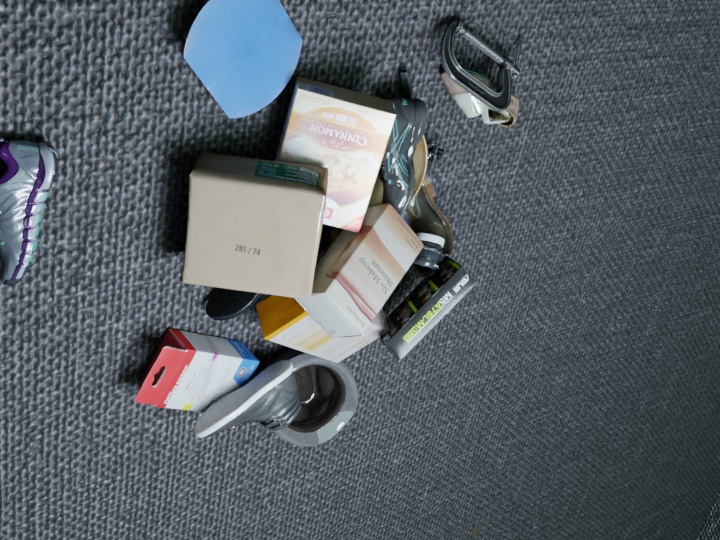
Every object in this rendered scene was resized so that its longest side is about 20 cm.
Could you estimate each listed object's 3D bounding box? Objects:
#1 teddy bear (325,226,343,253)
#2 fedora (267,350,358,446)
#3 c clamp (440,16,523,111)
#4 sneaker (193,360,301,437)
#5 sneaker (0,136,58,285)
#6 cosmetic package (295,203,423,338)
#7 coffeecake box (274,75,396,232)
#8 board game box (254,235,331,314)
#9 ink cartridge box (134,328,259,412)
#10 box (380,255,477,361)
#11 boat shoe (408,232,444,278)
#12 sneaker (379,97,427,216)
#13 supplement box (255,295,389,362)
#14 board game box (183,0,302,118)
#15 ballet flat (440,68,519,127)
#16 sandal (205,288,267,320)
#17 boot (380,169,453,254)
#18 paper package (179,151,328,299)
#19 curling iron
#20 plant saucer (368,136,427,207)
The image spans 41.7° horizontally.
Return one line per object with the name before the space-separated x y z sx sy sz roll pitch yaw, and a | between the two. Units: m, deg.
teddy bear | 0.022 -0.032 1.645 0.200 0.067 0.145 33 77 -57
fedora | -0.107 0.220 1.738 0.177 0.090 0.200 -49 130 -2
c clamp | 0.200 -0.352 1.572 0.200 0.027 0.171 20 66 -40
sneaker | -0.180 0.245 1.595 0.200 0.071 0.099 -34 117 -23
sneaker | -0.465 -0.080 1.242 0.087 0.074 0.200 12 103 -30
cosmetic package | 0.000 0.000 1.500 0.103 0.087 0.200 48 59 -24
coffeecake box | -0.049 -0.176 1.455 0.153 0.073 0.200 13 115 -10
board game box | -0.092 0.027 1.654 0.200 0.032 0.120 -36 134 -13
ink cartridge box | -0.282 0.167 1.570 0.200 0.067 0.116 17 109 -46
box | 0.114 0.063 1.686 0.193 0.200 0.048 -44 96 2
boat shoe | 0.108 -0.018 1.696 0.200 0.075 0.060 76 28 -78
sneaker | 0.050 -0.182 1.531 0.079 0.075 0.200 5 101 -22
supplement box | -0.063 0.080 1.614 0.126 0.074 0.200 -33 146 24
board game box | -0.170 -0.316 1.326 0.158 0.039 0.200 -47 144 -8
ballet flat | 0.210 -0.291 1.628 0.200 0.068 0.067 12 78 -43
sandal | -0.164 0.018 1.551 0.200 0.075 0.048 -41 141 -8
boot | 0.099 -0.092 1.700 0.097 0.075 0.200 -30 125 -8
paper package | -0.157 -0.068 1.407 0.200 0.104 0.191 8 121 -4
curling iron | 0.098 -0.258 1.596 0.049 0.026 0.200 -11 134 14
plant saucer | 0.022 -0.175 1.572 0.200 0.035 0.201 -14 118 -29
